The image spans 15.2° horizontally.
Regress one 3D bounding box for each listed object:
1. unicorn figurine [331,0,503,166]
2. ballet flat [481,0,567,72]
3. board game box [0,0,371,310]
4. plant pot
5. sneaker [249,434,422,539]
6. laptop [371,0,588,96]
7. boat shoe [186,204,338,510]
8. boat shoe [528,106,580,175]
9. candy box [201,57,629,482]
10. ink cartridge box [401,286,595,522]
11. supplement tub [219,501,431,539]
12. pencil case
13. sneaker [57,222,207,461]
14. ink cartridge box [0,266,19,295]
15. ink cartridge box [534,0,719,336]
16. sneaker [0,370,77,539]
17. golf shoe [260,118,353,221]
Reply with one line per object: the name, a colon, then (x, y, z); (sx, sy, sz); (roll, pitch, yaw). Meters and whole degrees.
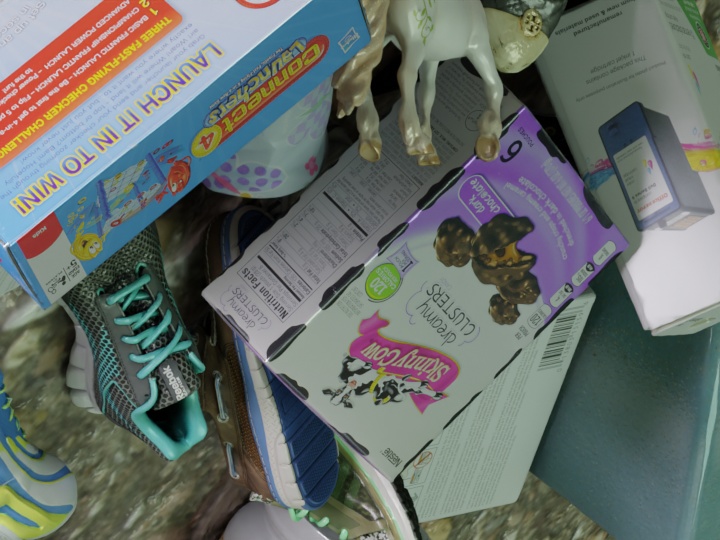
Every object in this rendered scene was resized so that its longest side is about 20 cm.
unicorn figurine: (0.033, -0.125, 1.407); (0.200, 0.074, 0.138); (13, 73, -81)
ballet flat: (0.111, -0.205, 1.489); (0.066, 0.057, 0.201); (25, 81, -42)
board game box: (-0.133, -0.114, 1.227); (0.200, 0.196, 0.056); (-40, 149, -12)
plant pot: (0.236, 0.061, 1.915); (0.195, 0.196, 0.201); (-25, 135, -33)
sneaker: (-0.023, 0.135, 1.693); (0.088, 0.201, 0.077); (-28, 176, 4)
laptop: (0.095, -0.213, 1.587); (0.187, 0.116, 0.200); (-19, 168, -39)
boat shoe: (-0.072, 0.055, 1.606); (0.072, 0.072, 0.201); (-44, 129, -52)
boat shoe: (0.137, -0.060, 1.734); (0.200, 0.091, 0.071); (1, 125, -52)
candy box: (0.034, 0.000, 1.517); (0.200, 0.072, 0.168); (-45, 142, -1)
ink cartridge box: (0.058, 0.092, 1.858); (0.173, 0.044, 0.201); (-9, 134, -31)
supplement tub: (-0.049, 0.242, 1.790); (0.144, 0.144, 0.200); (6, 121, -54)
pencil case: (-0.048, -0.133, 1.426); (0.091, 0.083, 0.201); (-55, 161, -45)
sneaker: (-0.122, 0.032, 1.511); (0.077, 0.091, 0.200); (-37, 148, -19)
ink cartridge box: (-0.165, -0.032, 1.342); (0.200, 0.050, 0.162); (-32, 177, -21)
ink cartridge box: (0.190, -0.067, 1.643); (0.087, 0.201, 0.145); (-22, 173, 18)
sneaker: (-0.210, 0.088, 1.480); (0.200, 0.076, 0.105); (13, 114, -55)
golf shoe: (0.000, 0.000, 1.625); (0.078, 0.097, 0.200); (-42, 150, -12)
